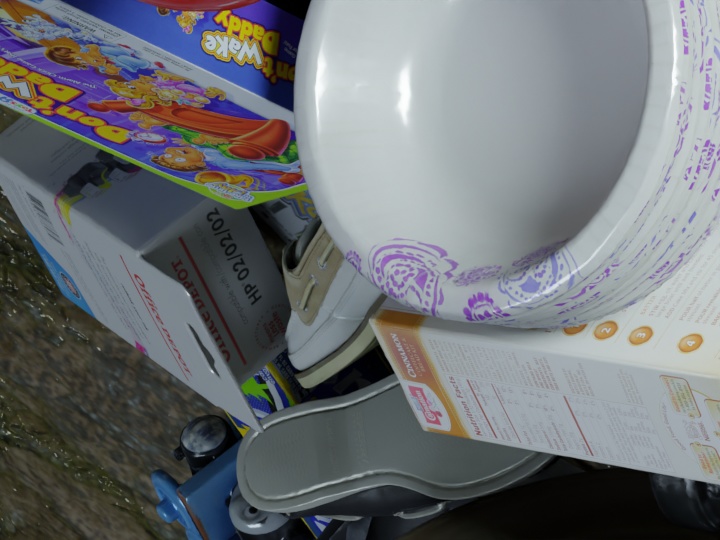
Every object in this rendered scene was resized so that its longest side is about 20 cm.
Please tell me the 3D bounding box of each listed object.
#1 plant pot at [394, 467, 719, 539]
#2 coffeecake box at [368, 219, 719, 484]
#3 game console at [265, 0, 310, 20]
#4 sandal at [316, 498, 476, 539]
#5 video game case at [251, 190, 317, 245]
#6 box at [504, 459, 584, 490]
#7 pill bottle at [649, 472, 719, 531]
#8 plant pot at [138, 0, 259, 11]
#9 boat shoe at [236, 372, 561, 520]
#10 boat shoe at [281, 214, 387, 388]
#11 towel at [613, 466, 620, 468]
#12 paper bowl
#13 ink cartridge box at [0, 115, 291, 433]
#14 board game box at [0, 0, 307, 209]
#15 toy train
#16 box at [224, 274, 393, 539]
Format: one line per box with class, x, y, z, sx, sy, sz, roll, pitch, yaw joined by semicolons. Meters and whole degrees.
plant pot;0.108;0.212;1.439;0.200;0.200;0.174;1;111;45
coffeecake box;0.130;0.009;1.309;0.200;0.154;0.073;8;137;40
game console;-0.135;-0.129;1.414;0.200;0.171;0.119;-5;103;47
sandal;0.018;0.148;1.603;0.076;0.043;0.200;17;113;-16
video game case;0.022;-0.027;1.480;0.182;0.022;0.200;-7;134;50
box;0.145;0.200;1.645;0.158;0.048;0.200;27;147;18
pill bottle;0.233;0.080;1.314;0.200;0.112;0.112;2;134;34
plant pot;-0.058;-0.229;1.165;0.200;0.183;0.201;26;146;19
boat shoe;0.030;0.092;1.524;0.200;0.074;0.060;-17;160;33
boat shoe;0.000;0.000;1.459;0.068;0.075;0.200;51;154;2
towel;0.150;0.076;1.480;0.200;0.023;0.144;38;151;-13
paper bowl;0.077;-0.075;1.247;0.200;0.201;0.104;8;179;40
ink cartridge box;-0.102;-0.009;1.557;0.200;0.068;0.115;32;156;46
board game box;-0.094;-0.093;1.348;0.200;0.045;0.134;24;158;-30
toy train;-0.047;0.167;1.745;0.114;0.087;0.200;38;159;42
box;-0.009;0.096;1.648;0.064;0.070;0.200;-2;130;45
